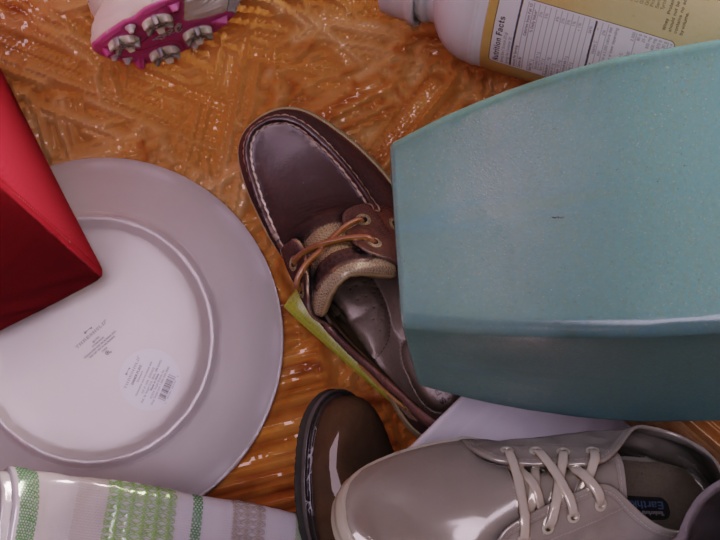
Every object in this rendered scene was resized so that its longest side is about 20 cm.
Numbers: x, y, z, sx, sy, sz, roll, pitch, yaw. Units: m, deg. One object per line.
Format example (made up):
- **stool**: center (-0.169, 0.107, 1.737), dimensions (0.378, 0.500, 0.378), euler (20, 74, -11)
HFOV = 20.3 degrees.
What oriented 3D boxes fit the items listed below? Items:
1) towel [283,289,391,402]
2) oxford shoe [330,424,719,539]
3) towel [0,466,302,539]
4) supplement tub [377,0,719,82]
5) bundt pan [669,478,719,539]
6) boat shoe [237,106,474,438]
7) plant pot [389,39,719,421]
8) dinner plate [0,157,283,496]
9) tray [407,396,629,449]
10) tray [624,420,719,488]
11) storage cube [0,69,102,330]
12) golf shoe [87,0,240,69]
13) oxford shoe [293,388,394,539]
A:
- **towel**: center (0.060, 0.053, 1.046), dimensions (0.200, 0.018, 0.086), euler (41, 88, 9)
- **oxford shoe**: center (0.083, 0.104, 0.922), dimensions (0.200, 0.058, 0.075), euler (0, 62, -20)
- **towel**: center (-0.092, 0.181, 0.983), dimensions (0.200, 0.031, 0.149), euler (12, 76, -25)
- **supplement tub**: center (0.121, -0.158, 1.001), dimensions (0.200, 0.144, 0.145), euler (18, 85, 8)
- **bundt pan**: center (0.223, 0.175, 0.883), dimensions (0.202, 0.076, 0.202), euler (-2, 86, 27)
- **boat shoe**: center (0.000, 0.000, 1.016), dimensions (0.072, 0.072, 0.200), euler (-31, 82, 6)
- **plant pot**: center (0.117, -0.011, 0.913), dimensions (0.200, 0.141, 0.141), euler (-5, 68, 6)
- **dinner plate**: center (-0.141, 0.037, 1.065), dimensions (0.200, 0.024, 0.200), euler (0, 84, 5)
- **tray**: center (0.094, 0.093, 0.981), dimensions (0.107, 0.022, 0.200), euler (43, 54, 8)
- **tray**: center (0.145, 0.023, 1.007), dimensions (0.200, 0.037, 0.099), euler (40, 51, 9)
- **storage cube**: center (-0.259, -0.052, 0.995), dimensions (0.171, 0.180, 0.200), euler (-30, 70, 1)
- **golf shoe**: center (-0.066, -0.185, 1.044), dimensions (0.200, 0.075, 0.092), euler (-26, 69, 19)
- **oxford shoe**: center (0.027, 0.150, 0.998), dimensions (0.084, 0.073, 0.200), euler (-21, 87, 42)
